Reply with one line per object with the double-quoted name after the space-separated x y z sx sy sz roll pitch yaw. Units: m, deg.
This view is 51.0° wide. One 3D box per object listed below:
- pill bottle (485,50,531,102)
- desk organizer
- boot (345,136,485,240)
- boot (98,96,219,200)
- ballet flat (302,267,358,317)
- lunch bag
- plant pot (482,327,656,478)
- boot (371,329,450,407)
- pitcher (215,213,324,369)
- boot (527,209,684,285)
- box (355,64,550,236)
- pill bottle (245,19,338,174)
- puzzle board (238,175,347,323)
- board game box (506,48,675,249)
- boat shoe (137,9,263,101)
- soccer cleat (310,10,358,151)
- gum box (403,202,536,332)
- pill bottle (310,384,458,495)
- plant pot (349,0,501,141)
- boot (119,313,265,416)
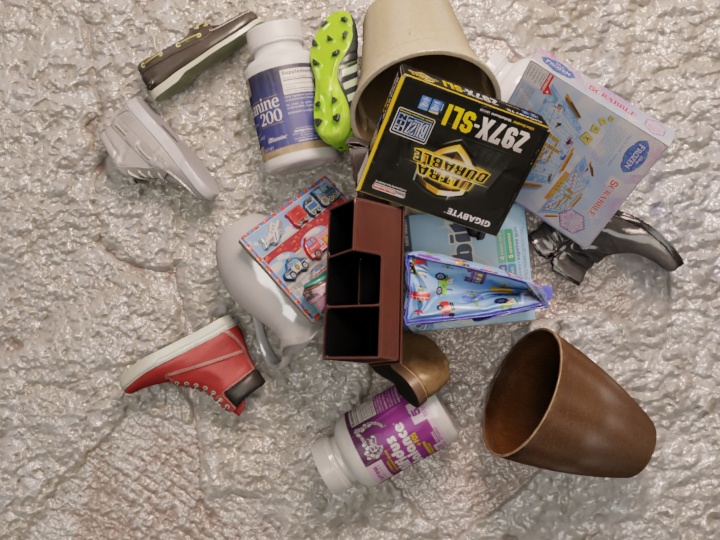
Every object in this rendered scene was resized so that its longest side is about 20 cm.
0.250 -0.222 1.067 0.199 0.111 0.111 39 93 2 "pill bottle"
0.004 0.016 0.956 0.076 0.071 0.203 9 76 -32 "desk organizer"
0.078 -0.113 1.036 0.172 0.070 0.202 -14 123 11 "boot"
-0.303 -0.158 1.130 0.096 0.074 0.200 -43 80 10 "boot"
0.000 0.000 1.039 0.200 0.069 0.072 -43 108 -38 "ballet flat"
0.158 0.023 1.013 0.197 0.151 0.095 1 92 4 "lunch bag"
0.304 0.207 1.055 0.198 0.187 0.189 26 93 -12 "plant pot"
0.052 0.112 1.079 0.075 0.074 0.200 -32 45 -18 "boot"
-0.136 0.036 1.100 0.201 0.121 0.172 56 133 10 "pitcher"
0.351 -0.028 1.094 0.199 0.070 0.132 38 97 12 "boot"
0.113 -0.146 0.944 0.198 0.050 0.161 18 118 -12 "box"
-0.104 -0.248 1.087 0.110 0.111 0.203 -12 91 4 "pill bottle"
-0.057 -0.038 1.070 0.151 0.017 0.200 47 49 1 "puzzle board"
0.270 -0.154 0.993 0.199 0.201 0.041 35 50 8 "board game box"
-0.238 -0.330 1.113 0.200 0.072 0.061 -32 93 6 "boat shoe"
-0.031 -0.263 1.053 0.067 0.081 0.203 -3 72 20 "soccer cleat"
0.149 -0.004 1.111 0.197 0.045 0.172 -6 91 3 "gum box"
0.032 0.240 1.091 0.199 0.112 0.113 -30 89 4 "pill bottle"
0.077 -0.280 1.027 0.198 0.201 0.185 -8 56 4 "plant pot"
-0.250 0.172 1.130 0.198 0.072 0.146 -26 91 0 "boot"
